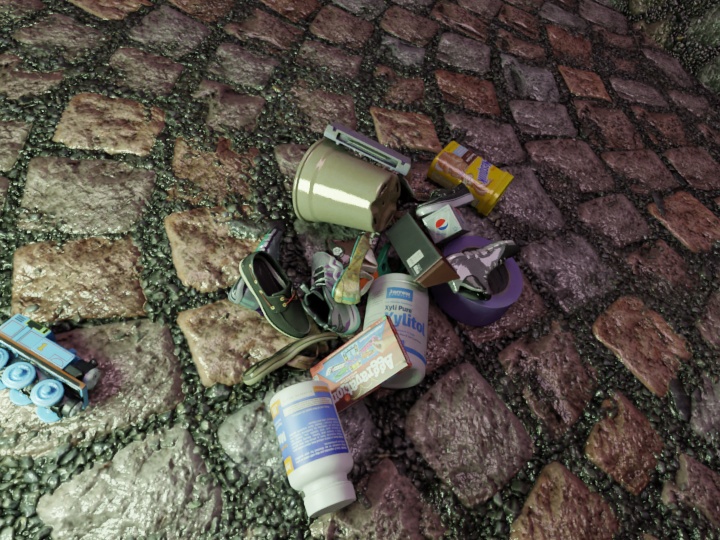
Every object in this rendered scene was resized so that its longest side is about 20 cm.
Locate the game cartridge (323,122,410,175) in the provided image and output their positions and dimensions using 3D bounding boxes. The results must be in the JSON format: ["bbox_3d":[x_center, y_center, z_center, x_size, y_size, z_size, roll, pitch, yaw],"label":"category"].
[{"bbox_3d":[0.020,-0.275,1.153,0.199,0.039,0.130,26,15,-3],"label":"game cartridge"}]

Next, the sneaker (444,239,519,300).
[{"bbox_3d":[0.275,0.009,1.117,0.199,0.075,0.116,-15,65,-15],"label":"sneaker"}]

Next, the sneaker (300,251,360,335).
[{"bbox_3d":[-0.082,0.034,1.043,0.140,0.078,0.201,19,37,-55],"label":"sneaker"}]

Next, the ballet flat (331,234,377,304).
[{"bbox_3d":[0.000,0.000,1.051,0.070,0.071,0.200,24,40,0],"label":"ballet flat"}]

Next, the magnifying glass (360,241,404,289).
[{"bbox_3d":[0.045,-0.003,1.140,0.022,0.080,0.200,0,25,40],"label":"magnifying glass"}]

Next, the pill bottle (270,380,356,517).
[{"bbox_3d":[-0.078,0.300,0.868,0.111,0.112,0.201,-8,58,-22],"label":"pill bottle"}]

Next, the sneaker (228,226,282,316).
[{"bbox_3d":[-0.198,0.001,1.086,0.087,0.074,0.201,33,58,-13],"label":"sneaker"}]

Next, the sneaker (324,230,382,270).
[{"bbox_3d":[-0.018,-0.068,1.178,0.115,0.076,0.201,22,52,2],"label":"sneaker"}]

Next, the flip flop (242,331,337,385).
[{"bbox_3d":[-0.128,0.172,0.975,0.199,0.081,0.058,-28,91,-34],"label":"flip flop"}]

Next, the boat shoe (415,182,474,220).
[{"bbox_3d":[0.192,-0.164,1.209,0.199,0.069,0.057,-20,84,-42],"label":"boat shoe"}]

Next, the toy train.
[{"bbox_3d":[-0.529,0.162,0.846,0.199,0.087,0.114,28,46,4],"label":"toy train"}]

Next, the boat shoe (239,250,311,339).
[{"bbox_3d":[-0.162,0.051,1.015,0.074,0.063,0.202,-41,101,-36],"label":"boat shoe"}]

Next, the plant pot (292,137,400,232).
[{"bbox_3d":[-0.019,-0.174,1.142,0.183,0.201,0.201,23,49,24],"label":"plant pot"}]

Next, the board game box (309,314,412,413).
[{"bbox_3d":[-0.004,0.179,0.941,0.019,0.200,0.103,17,40,-53],"label":"board game box"}]

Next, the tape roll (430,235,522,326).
[{"bbox_3d":[0.269,0.022,1.195,0.199,0.085,0.201,8,54,-11],"label":"tape roll"}]

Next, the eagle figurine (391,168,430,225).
[{"bbox_3d":[0.118,-0.192,1.272,0.150,0.152,0.200,17,39,40],"label":"eagle figurine"}]

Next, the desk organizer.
[{"bbox_3d":[0.129,-0.035,1.085,0.077,0.072,0.200,40,14,-33],"label":"desk organizer"}]

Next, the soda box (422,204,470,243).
[{"bbox_3d":[0.201,-0.103,1.174,0.064,0.068,0.200,63,17,6],"label":"soda box"}]

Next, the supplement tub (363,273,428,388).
[{"bbox_3d":[0.070,0.121,1.032,0.131,0.132,0.201,14,53,-8],"label":"supplement tub"}]

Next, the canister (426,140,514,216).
[{"bbox_3d":[0.300,-0.257,1.407,0.200,0.087,0.149,35,52,11],"label":"canister"}]
